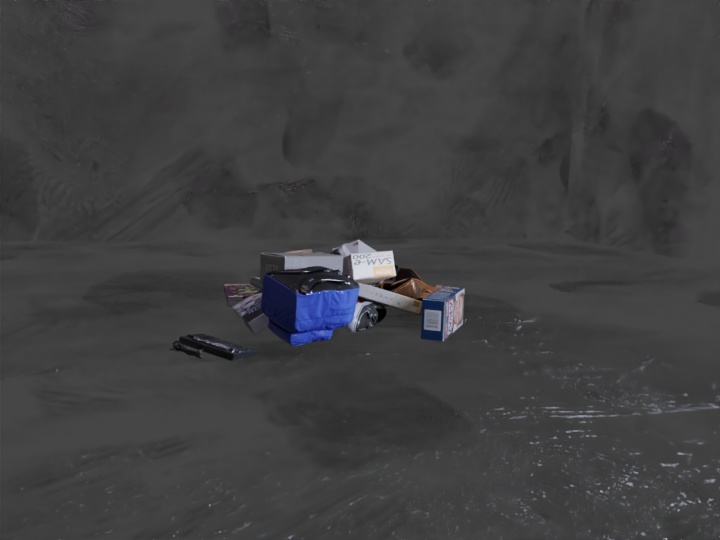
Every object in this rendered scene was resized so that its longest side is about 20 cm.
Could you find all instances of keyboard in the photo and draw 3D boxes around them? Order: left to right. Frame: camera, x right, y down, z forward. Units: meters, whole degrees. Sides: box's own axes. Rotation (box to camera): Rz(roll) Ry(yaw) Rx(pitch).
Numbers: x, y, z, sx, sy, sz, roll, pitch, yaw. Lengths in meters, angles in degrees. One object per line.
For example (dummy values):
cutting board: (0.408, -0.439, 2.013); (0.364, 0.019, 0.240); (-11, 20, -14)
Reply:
keyboard: (-0.328, 0.164, 1.318); (0.200, 0.021, 0.127); (7, 10, 40)

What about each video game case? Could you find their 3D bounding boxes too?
video game case: (-0.319, 0.073, 1.856); (0.181, 0.036, 0.200); (0, 9, -15)

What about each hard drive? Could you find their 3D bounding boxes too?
hard drive: (-0.218, 0.055, 1.780); (0.132, 0.026, 0.200); (21, 4, 19)

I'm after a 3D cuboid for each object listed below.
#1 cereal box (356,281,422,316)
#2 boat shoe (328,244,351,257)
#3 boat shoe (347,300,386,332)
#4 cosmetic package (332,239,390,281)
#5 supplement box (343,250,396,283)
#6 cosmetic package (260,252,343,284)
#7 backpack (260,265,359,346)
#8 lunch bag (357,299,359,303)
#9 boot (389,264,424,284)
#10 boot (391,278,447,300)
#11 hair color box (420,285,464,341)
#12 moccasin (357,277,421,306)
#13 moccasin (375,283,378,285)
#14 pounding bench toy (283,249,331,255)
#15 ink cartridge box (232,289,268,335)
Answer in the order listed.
cereal box: (0.078, 0.077, 1.634); (0.199, 0.040, 0.144); (18, -3, 12)
boat shoe: (-0.026, 0.021, 1.844); (0.068, 0.200, 0.072); (-30, 11, 15)
boat shoe: (0.019, 0.115, 1.534); (0.056, 0.069, 0.200); (14, 12, 14)
cosmetic package: (0.007, -0.020, 2.025); (0.113, 0.081, 0.200); (-19, -28, 32)
supplement box: (0.000, 0.000, 1.702); (0.126, 0.074, 0.200); (-5, -7, -22)
cosmetic package: (-0.149, -0.002, 1.567); (0.107, 0.091, 0.200); (7, 9, 42)
backpack: (-0.113, 0.076, 1.410); (0.200, 0.168, 0.162); (-10, 30, -40)
lunch bag: (-0.078, 0.096, 1.627); (0.176, 0.082, 0.200); (3, 10, -13)
boot: (0.170, 0.039, 1.974); (0.097, 0.075, 0.200); (24, 7, -39)
boot: (0.163, 0.077, 1.801); (0.199, 0.074, 0.155); (-1, 13, 18)
hair color box: (0.207, 0.104, 1.519); (0.060, 0.100, 0.200); (5, 10, 21)
moccasin: (0.075, 0.062, 1.749); (0.201, 0.078, 0.074); (-12, 22, 40)
moccasin: (-0.020, 0.040, 1.959); (0.199, 0.068, 0.081); (-6, 44, -1)
pounding bench toy: (-0.184, 0.006, 2.028); (0.156, 0.125, 0.200); (9, 12, 39)
ink cartridge box: (-0.217, 0.076, 1.561); (0.200, 0.043, 0.198); (-31, 19, -16)
